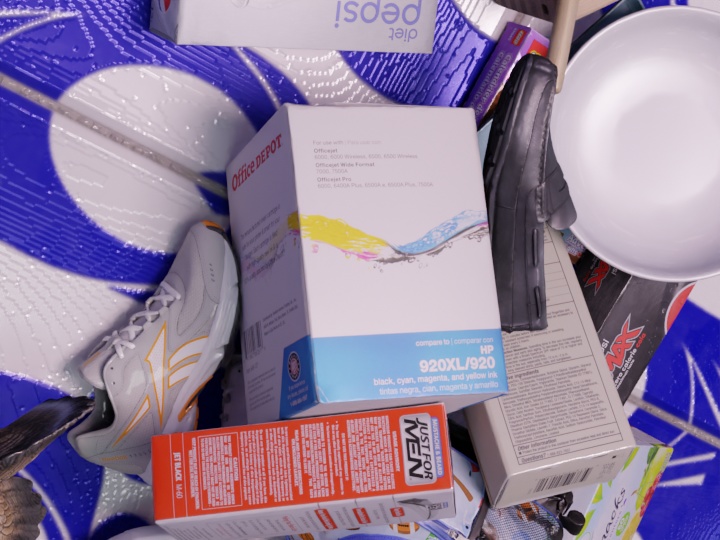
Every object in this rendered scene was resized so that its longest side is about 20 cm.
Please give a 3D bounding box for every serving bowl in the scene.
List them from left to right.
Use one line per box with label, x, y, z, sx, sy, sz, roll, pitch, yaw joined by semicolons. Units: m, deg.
serving bowl;0.232;-0.092;1.169;0.197;0.066;0.203;0;90;4

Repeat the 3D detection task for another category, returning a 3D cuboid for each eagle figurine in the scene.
eagle figurine;-0.288;0.143;1.056;0.198;0.151;0.153;14;81;-24

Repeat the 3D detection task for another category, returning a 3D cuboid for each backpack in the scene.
backpack;0.035;0.206;1.203;0.190;0.200;0.155;41;47;-14

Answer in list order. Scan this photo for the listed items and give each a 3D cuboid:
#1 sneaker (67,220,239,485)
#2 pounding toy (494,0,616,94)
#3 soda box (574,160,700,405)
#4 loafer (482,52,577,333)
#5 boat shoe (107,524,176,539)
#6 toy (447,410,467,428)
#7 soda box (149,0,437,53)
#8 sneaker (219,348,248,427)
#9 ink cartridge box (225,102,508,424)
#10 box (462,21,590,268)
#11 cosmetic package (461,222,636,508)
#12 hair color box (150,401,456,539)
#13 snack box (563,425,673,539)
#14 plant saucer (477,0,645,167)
sneaker;-0.151;0.057;1.124;0.091;0.076;0.202;14;100;-25
pounding toy;0.162;-0.261;1.126;0.198;0.142;0.186;-26;117;-16
soda box;0.219;0.005;1.246;0.070;0.063;0.201;29;93;-33
loafer;0.118;-0.051;1.088;0.069;0.068;0.203;7;113;-1
boat shoe;-0.194;0.244;1.149;0.198;0.062;0.073;-15;128;-7
toy;0.108;0.124;1.286;0.115;0.047;0.201;-49;128;-18
soda box;-0.044;-0.193;1.094;0.198;0.063;0.069;-1;108;-26
sneaker;-0.077;0.108;1.189;0.087;0.074;0.201;32;89;-14
ink cartridge box;0.000;0.000;1.086;0.143;0.147;0.203;-2;78;-22
box;0.163;-0.088;1.246;0.199;0.039;0.138;28;93;-31
cosmetic package;0.121;0.063;1.164;0.102;0.202;0.073;-10;153;-11
hair color box;-0.035;0.141;1.068;0.197;0.111;0.065;-5;72;3
snack box;0.182;0.229;1.324;0.142;0.053;0.202;11;103;-58
plant saucer;0.150;-0.125;1.194;0.200;0.019;0.070;-43;120;-9
